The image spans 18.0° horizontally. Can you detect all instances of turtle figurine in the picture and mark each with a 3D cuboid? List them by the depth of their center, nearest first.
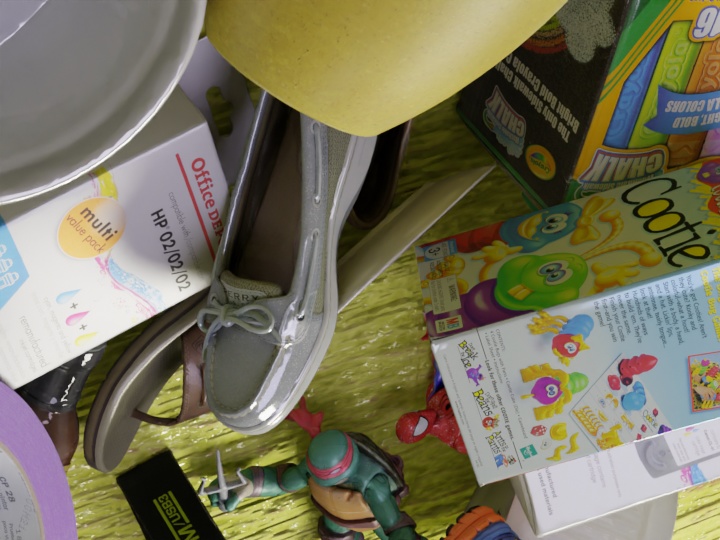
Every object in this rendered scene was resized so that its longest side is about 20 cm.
[{"bbox_3d":[-0.010,0.156,1.456,0.101,0.150,0.200,-53,149,-13],"label":"turtle figurine"}]

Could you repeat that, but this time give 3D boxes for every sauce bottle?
[{"bbox_3d":[-0.204,0.113,1.325,0.065,0.065,0.200,5,123,-37],"label":"sauce bottle"}]

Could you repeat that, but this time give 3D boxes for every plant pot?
[{"bbox_3d":[0.002,-0.152,1.124,0.200,0.200,0.142,17,111,-43],"label":"plant pot"}]

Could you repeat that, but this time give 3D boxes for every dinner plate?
[{"bbox_3d":[0.000,0.000,1.323,0.200,0.024,0.200,-42,179,-1],"label":"dinner plate"}]

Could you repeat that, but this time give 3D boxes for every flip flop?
[{"bbox_3d":[-0.088,0.047,1.334,0.200,0.058,0.081,-46,170,2],"label":"flip flop"}]

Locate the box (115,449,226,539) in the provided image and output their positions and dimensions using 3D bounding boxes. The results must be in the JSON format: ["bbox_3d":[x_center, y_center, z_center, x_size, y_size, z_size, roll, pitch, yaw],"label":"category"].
[{"bbox_3d":[-0.073,0.241,1.432,0.047,0.193,0.200,-30,139,-12],"label":"box"}]

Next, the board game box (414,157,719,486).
[{"bbox_3d":[0.142,0.025,1.260,0.199,0.103,0.105,-16,121,6],"label":"board game box"}]

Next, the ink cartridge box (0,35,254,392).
[{"bbox_3d":[-0.134,-0.034,1.241,0.200,0.068,0.115,-29,138,-11],"label":"ink cartridge box"}]

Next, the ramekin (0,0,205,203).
[{"bbox_3d":[-0.184,-0.140,1.075,0.200,0.105,0.201,-19,134,-21],"label":"ramekin"}]

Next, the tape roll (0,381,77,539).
[{"bbox_3d":[-0.234,0.153,1.199,0.065,0.201,0.200,-5,149,30],"label":"tape roll"}]

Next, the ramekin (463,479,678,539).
[{"bbox_3d":[0.123,0.201,1.535,0.105,0.200,0.200,25,115,-6],"label":"ramekin"}]

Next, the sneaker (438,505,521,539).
[{"bbox_3d":[0.052,0.233,1.382,0.200,0.078,0.075,-53,159,-26],"label":"sneaker"}]

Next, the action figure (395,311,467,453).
[{"bbox_3d":[0.111,0.056,1.493,0.200,0.065,0.099,-24,143,-17],"label":"action figure"}]

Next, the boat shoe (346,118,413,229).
[{"bbox_3d":[0.010,-0.115,1.270,0.071,0.065,0.200,-14,133,-24],"label":"boat shoe"}]

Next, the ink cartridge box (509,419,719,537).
[{"bbox_3d":[0.176,0.068,1.381,0.199,0.148,0.086,-19,111,-2],"label":"ink cartridge box"}]

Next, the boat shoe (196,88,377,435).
[{"bbox_3d":[-0.048,-0.013,1.217,0.065,0.074,0.203,16,93,-51],"label":"boat shoe"}]

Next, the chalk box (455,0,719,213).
[{"bbox_3d":[0.147,-0.109,1.328,0.124,0.125,0.200,-6,131,-30],"label":"chalk box"}]
